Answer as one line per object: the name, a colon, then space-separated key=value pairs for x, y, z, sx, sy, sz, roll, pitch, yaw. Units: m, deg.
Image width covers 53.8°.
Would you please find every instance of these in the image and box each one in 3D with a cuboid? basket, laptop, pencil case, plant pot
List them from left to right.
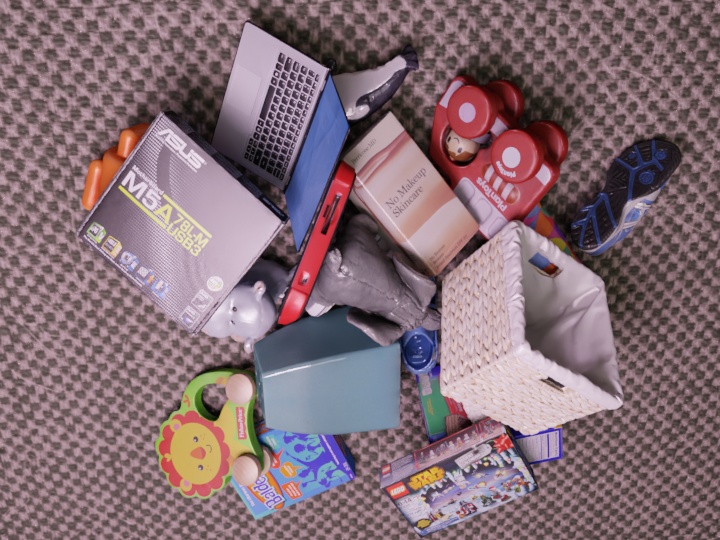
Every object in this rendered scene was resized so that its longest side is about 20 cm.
laptop: x=-0.110 y=-0.168 z=0.891 sx=0.197 sy=0.116 sz=0.190 roll=30 pitch=125 yaw=4
plant pot: x=-0.054 y=0.153 z=1.050 sx=0.195 sy=0.142 sz=0.145 roll=-9 pitch=116 yaw=-15
basket: x=0.219 y=0.082 z=0.945 sx=0.196 sy=0.204 sz=0.160 roll=28 pitch=139 yaw=-27
pencil case: x=0.273 y=-0.026 z=1.046 sx=0.088 sy=0.089 sz=0.201 roll=-36 pitch=111 yaw=13

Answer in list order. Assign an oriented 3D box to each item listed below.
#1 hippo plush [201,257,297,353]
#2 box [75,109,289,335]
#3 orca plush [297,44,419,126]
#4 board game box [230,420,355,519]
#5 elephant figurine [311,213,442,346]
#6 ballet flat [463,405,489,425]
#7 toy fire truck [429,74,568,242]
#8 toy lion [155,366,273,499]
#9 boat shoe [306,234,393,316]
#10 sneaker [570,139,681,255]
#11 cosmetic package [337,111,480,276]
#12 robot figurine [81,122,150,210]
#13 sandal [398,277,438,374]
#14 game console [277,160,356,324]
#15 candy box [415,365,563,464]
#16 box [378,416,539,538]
hippo plush: x=-0.168 y=0.058 z=1.014 sx=0.194 sy=0.162 sz=0.163 roll=10 pitch=114 yaw=-8
box: x=-0.220 y=-0.056 z=0.880 sx=0.199 sy=0.048 sz=0.193 roll=42 pitch=106 yaw=-7
orca plush: x=-0.007 y=-0.235 z=0.959 sx=0.198 sy=0.071 sz=0.106 roll=-36 pitch=68 yaw=8
board game box: x=-0.125 y=0.319 z=1.198 sx=0.196 sy=0.045 sz=0.154 roll=-24 pitch=113 yaw=9
elephant figurine: x=0.040 y=0.029 z=0.944 sx=0.198 sy=0.156 sz=0.142 roll=36 pitch=136 yaw=-3
ballet flat: x=0.174 y=0.141 z=1.054 sx=0.070 sy=0.204 sz=0.072 roll=-5 pitch=146 yaw=-3
toy fire truck: x=0.167 y=-0.151 z=0.953 sx=0.200 sy=0.111 sz=0.169 roll=47 pitch=128 yaw=16
toy lion: x=-0.241 y=0.261 z=1.136 sx=0.186 sy=0.069 sz=0.206 roll=-3 pitch=93 yaw=15
boat shoe: x=0.000 y=0.000 z=1.051 sx=0.069 sy=0.071 sz=0.201 roll=37 pitch=99 yaw=-18
sneaker: x=0.384 y=-0.105 z=1.033 sx=0.200 sy=0.076 sz=0.077 roll=-46 pitch=149 yaw=6
cosmetic package: x=0.057 y=-0.100 z=0.965 sx=0.103 sy=0.087 sz=0.201 roll=-45 pitch=103 yaw=-13
robot figurine: x=-0.297 y=-0.091 z=0.963 sx=0.141 sy=0.117 sz=0.204 roll=3 pitch=117 yaw=-30
sandal: x=0.086 y=0.075 z=1.079 sx=0.077 sy=0.088 sz=0.205 roll=-11 pitch=113 yaw=4
game console: x=-0.062 y=-0.030 z=0.905 sx=0.030 sy=0.177 sz=0.204 roll=23 pitch=80 yaw=-8
candy box: x=0.196 y=0.220 z=1.102 sx=0.194 sy=0.171 sz=0.078 roll=-11 pitch=129 yaw=1
box: x=0.142 y=0.300 z=1.023 sx=0.197 sy=0.040 sz=0.138 roll=-28 pitch=121 yaw=12
